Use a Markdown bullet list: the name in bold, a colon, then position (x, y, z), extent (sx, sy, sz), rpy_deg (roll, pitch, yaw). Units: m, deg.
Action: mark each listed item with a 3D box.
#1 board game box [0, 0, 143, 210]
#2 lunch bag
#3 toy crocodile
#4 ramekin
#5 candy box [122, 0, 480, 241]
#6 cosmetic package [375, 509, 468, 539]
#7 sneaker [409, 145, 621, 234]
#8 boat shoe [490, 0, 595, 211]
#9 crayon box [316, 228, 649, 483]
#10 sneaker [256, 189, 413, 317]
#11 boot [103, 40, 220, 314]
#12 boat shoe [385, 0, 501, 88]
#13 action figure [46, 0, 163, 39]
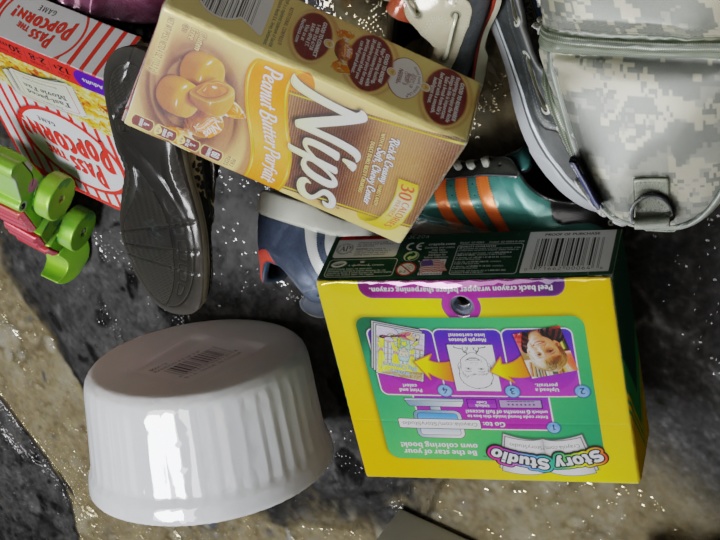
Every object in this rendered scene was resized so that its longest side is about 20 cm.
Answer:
- **board game box**: position (-0.215, -0.125, 1.130), extent (0.150, 0.047, 0.201), rpy_deg (23, 155, 20)
- **lunch bag**: position (0.183, -0.132, 0.831), extent (0.138, 0.200, 0.170), rpy_deg (4, 117, 25)
- **toy crocodile**: position (-0.267, -0.048, 1.207), extent (0.067, 0.062, 0.200), rpy_deg (26, 165, 11)
- **ramekin**: position (-0.124, 0.113, 1.169), extent (0.198, 0.200, 0.099), rpy_deg (4, 111, 30)
- **candy box**: position (-0.038, -0.105, 0.924), extent (0.198, 0.056, 0.116), rpy_deg (24, 144, -8)
- **cosmetic package**: position (0.097, 0.289, 1.202), extent (0.198, 0.073, 0.105), rpy_deg (23, 126, 20)
- **sneaker**: position (0.091, -0.055, 1.025), extent (0.198, 0.071, 0.081), rpy_deg (21, 109, 24)
- **boat shoe**: position (0.127, -0.126, 0.924), extent (0.202, 0.068, 0.057), rpy_deg (63, 166, -11)
- **crayon box**: position (0.086, 0.061, 0.996), extent (0.197, 0.059, 0.174), rpy_deg (-1, 126, 20)
- **sneaker**: position (0.000, 0.000, 1.083), extent (0.199, 0.074, 0.086), rpy_deg (20, 106, 42)
- **boot**: position (-0.112, -0.085, 1.076), extent (0.072, 0.150, 0.202), rpy_deg (4, 116, 29)
- **boat shoe**: position (0.044, -0.166, 0.918), extent (0.072, 0.062, 0.201), rpy_deg (58, 162, 29)
- **action figure**: position (-0.157, -0.276, 1.056), extent (0.149, 0.132, 0.202), rpy_deg (-127, 47, -56)
